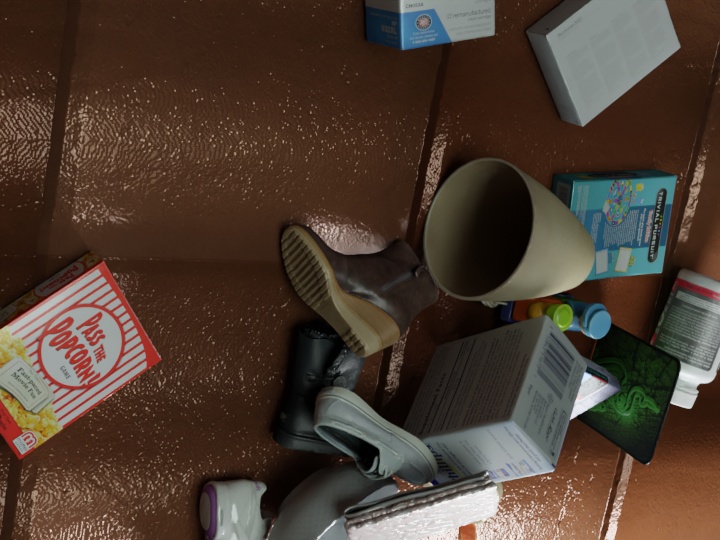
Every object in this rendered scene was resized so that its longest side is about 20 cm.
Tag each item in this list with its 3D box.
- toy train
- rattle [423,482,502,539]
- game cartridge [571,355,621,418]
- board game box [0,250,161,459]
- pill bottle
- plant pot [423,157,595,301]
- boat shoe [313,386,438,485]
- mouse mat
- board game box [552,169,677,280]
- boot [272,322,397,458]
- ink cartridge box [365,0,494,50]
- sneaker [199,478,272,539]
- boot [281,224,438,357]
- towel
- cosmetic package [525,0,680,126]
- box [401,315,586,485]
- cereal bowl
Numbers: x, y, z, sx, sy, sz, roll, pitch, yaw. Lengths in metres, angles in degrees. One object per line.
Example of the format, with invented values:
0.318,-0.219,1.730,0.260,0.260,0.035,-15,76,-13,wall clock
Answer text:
0.245,0.056,1.759,0.200,0.116,0.085,8,96,-34,toy train
0.160,0.294,1.830,0.143,0.130,0.200,-78,157,-43,rattle
0.271,0.161,1.825,0.200,0.038,0.130,27,135,-36,game cartridge
-0.349,0.095,1.440,0.200,0.046,0.152,-36,122,-17,board game box
0.512,0.107,1.955,0.111,0.111,0.200,16,97,-35,pill bottle
0.220,-0.037,1.687,0.200,0.187,0.188,14,99,-42,plant pot
0.015,0.228,1.600,0.201,0.070,0.072,39,48,-23,boat shoe
0.388,0.176,1.846,0.008,0.200,0.161,10,101,-24,mouse mat
0.363,-0.066,1.838,0.200,0.047,0.151,-5,109,-31,board game box
-0.009,0.157,1.660,0.200,0.076,0.168,10,105,-28,boot
0.084,-0.380,1.526,0.145,0.084,0.200,-14,114,-28,ink cartridge box
-0.158,0.365,1.639,0.099,0.075,0.200,-6,110,-30,sneaker
0.000,0.000,1.622,0.166,0.072,0.200,-39,97,-43,boot
0.078,0.313,1.622,0.200,0.032,0.191,-15,156,-1,towel
0.336,-0.318,1.730,0.200,0.052,0.151,-38,125,-16,cosmetic package
0.173,0.178,1.663,0.105,0.200,0.184,48,46,-24,box
-0.049,0.322,1.663,0.200,0.083,0.200,-39,160,-17,cereal bowl
